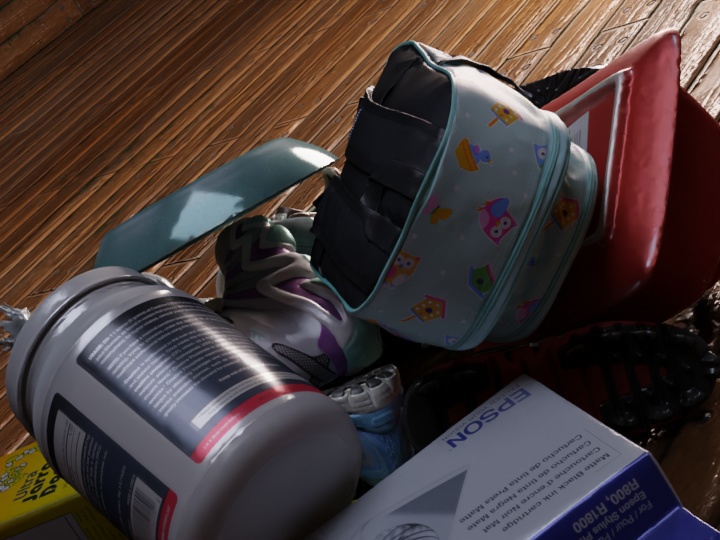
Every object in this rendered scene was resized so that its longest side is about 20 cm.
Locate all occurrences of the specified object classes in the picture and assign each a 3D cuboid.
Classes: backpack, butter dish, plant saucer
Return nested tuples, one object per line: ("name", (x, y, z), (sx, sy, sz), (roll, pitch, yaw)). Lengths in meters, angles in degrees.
("backpack", (0.057, -0.038, 0.977), (0.177, 0.152, 0.200), (-64, 8, 7))
("butter dish", (0.188, -0.029, 1.074), (0.200, 0.147, 0.201), (-32, 41, 54))
("plant saucer", (-0.109, -0.044, 1.100), (0.199, 0.036, 0.200), (-30, 3, 2))

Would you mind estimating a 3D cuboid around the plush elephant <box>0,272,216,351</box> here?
("plush elephant", (-0.197, 0.078, 1.352), (0.199, 0.166, 0.155), (20, 3, 21))

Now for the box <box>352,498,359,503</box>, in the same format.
("box", (0.016, 0.183, 0.949), (0.199, 0.049, 0.118), (-19, 24, 22))

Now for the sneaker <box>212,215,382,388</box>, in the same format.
("sneaker", (-0.091, 0.035, 1.103), (0.139, 0.078, 0.200), (-29, 31, -21))

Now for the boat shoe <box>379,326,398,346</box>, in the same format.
("boat shoe", (-0.014, 0.052, 1.268), (0.199, 0.076, 0.072), (-14, 59, 32))

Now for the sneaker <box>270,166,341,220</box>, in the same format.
("sneaker", (-0.070, -0.013, 1.393), (0.070, 0.076, 0.200), (-2, 34, 50))

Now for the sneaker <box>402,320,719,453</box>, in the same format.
("sneaker", (0.126, 0.074, 1.003), (0.199, 0.071, 0.098), (-12, -2, 5))

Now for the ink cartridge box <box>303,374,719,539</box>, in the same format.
("ink cartridge box", (0.064, 0.152, 0.843), (0.199, 0.041, 0.200), (-36, 24, -11))

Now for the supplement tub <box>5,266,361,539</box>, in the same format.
("supplement tub", (-0.110, 0.096, 0.958), (0.140, 0.141, 0.200), (-39, 52, -23))

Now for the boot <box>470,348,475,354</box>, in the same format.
("boot", (0.135, -0.013, 1.190), (0.154, 0.072, 0.200), (-29, 16, 14))

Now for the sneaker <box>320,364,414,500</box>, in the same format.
("sneaker", (-0.013, 0.124, 1.072), (0.078, 0.091, 0.200), (-20, -3, -15))

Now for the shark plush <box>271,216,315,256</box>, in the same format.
("shark plush", (0.000, 0.000, 1.161), (0.200, 0.083, 0.092), (30, 104, 46))

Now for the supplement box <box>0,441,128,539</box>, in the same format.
("supplement box", (-0.174, 0.174, 1.129), (0.199, 0.109, 0.110), (-23, 23, 17))

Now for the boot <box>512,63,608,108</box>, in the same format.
("boot", (0.207, -0.145, 1.363), (0.164, 0.066, 0.199), (0, 8, 33))

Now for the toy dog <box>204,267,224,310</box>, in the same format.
("toy dog", (-0.120, 0.074, 1.191), (0.199, 0.132, 0.096), (-36, -8, -2))
